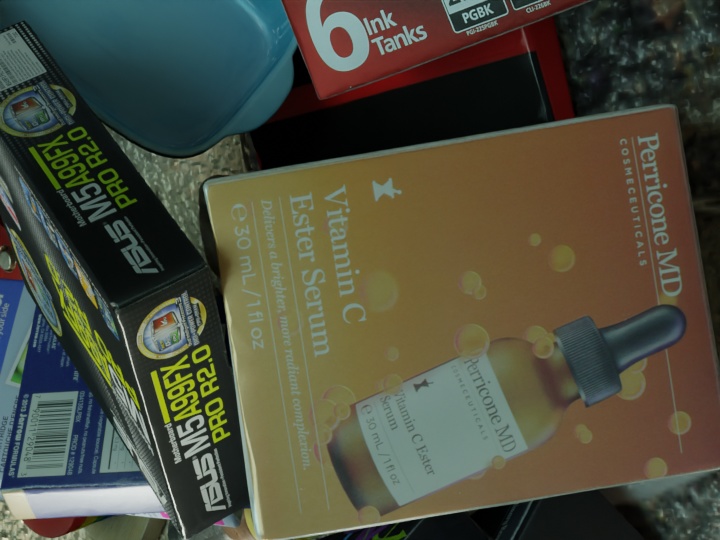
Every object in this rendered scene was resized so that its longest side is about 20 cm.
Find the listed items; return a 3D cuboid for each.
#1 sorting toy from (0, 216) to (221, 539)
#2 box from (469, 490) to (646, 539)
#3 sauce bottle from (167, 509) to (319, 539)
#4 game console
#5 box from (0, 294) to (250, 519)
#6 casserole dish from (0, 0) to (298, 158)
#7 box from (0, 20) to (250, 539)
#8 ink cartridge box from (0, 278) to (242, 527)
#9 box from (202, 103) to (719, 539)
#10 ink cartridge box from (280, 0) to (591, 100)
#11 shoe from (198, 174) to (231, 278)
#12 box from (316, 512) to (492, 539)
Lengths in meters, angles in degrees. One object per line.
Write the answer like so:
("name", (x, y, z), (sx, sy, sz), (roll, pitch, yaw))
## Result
("sorting toy", (-0.192, 0.059, 0.949), (0.198, 0.069, 0.201), (38, 120, 26))
("box", (0.046, 0.208, 0.728), (0.107, 0.148, 0.200), (45, 126, -1))
("sauce bottle", (-0.034, 0.118, 0.841), (0.200, 0.064, 0.065), (-35, 78, 40))
("game console", (0.014, -0.106, 0.779), (0.199, 0.031, 0.178), (-10, 100, 40))
("box", (-0.075, 0.065, 0.773), (0.198, 0.122, 0.033), (-4, 138, 6))
("casserole dish", (-0.122, -0.136, 0.777), (0.199, 0.121, 0.039), (37, 162, 3))
("box", (-0.120, 0.002, 0.706), (0.200, 0.044, 0.161), (50, 157, 38))
("ink cartridge box", (-0.154, 0.069, 0.835), (0.198, 0.042, 0.120), (4, 65, 11))
("box", (0.045, 0.021, 0.662), (0.198, 0.106, 0.154), (-10, 90, 3))
("ink cartridge box", (0.047, -0.192, 0.647), (0.199, 0.084, 0.177), (-17, 101, 27))
("shoe", (0.000, 0.000, 0.764), (0.199, 0.070, 0.054), (19, 144, 23))
("box", (-0.029, 0.181, 0.739), (0.036, 0.143, 0.200), (45, 154, -1))
